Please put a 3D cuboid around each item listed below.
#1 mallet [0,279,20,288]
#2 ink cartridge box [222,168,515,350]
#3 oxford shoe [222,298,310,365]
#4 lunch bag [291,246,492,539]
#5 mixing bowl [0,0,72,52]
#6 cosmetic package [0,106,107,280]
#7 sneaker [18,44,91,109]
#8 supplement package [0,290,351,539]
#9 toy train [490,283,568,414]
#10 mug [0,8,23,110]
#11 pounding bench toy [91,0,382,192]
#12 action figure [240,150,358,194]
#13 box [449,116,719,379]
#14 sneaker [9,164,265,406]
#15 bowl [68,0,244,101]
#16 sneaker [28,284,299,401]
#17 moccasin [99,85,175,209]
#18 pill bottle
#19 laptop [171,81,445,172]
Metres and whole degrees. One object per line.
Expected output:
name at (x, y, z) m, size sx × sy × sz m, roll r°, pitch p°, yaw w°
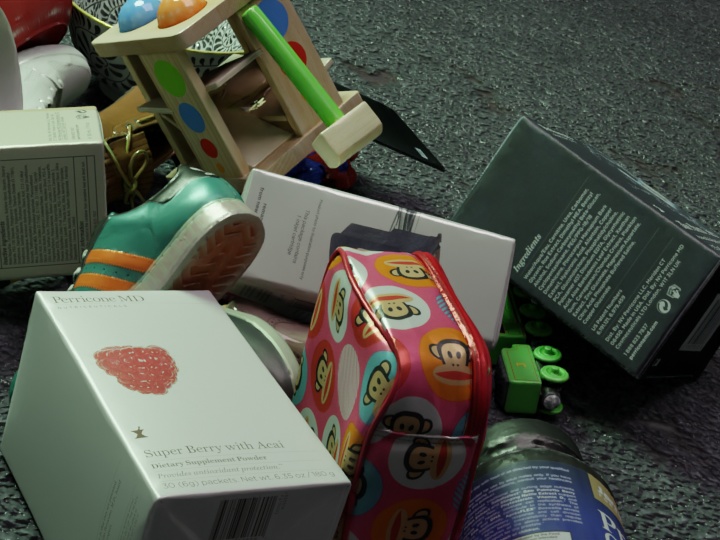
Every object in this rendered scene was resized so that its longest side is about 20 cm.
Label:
mallet at (-0.243, 0.007, 1.156) m, size 0.066 × 0.041 × 0.200 m, roll 30°, pitch 32°, yaw 18°
ink cartridge box at (0.000, 0.000, 1.200) m, size 0.199 × 0.085 × 0.145 m, roll 15°, pitch -9°, yaw -7°
oxford shoe at (-0.006, 0.059, 1.139) m, size 0.200 × 0.073 × 0.071 m, roll 26°, pitch 21°, yaw -2°
lunch bag at (0.004, 0.091, 0.964) m, size 0.082 × 0.200 × 0.176 m, roll 3°, pitch 30°, yaw -20°
mixing bowl at (-0.327, -0.227, 1.414) m, size 0.108 × 0.200 × 0.200 m, roll 51°, pitch 30°, yaw 1°
cosmetic package at (-0.275, -0.050, 1.108) m, size 0.199 × 0.104 × 0.073 m, roll -3°, pitch 27°, yaw -11°
sneaker at (-0.274, -0.122, 1.351) m, size 0.115 × 0.074 × 0.200 m, roll 32°, pitch 39°, yaw 23°
supplement package at (-0.114, 0.111, 0.932) m, size 0.121 × 0.120 × 0.200 m, roll 0°, pitch 31°, yaw -33°
toy train at (0.124, 0.053, 1.302) m, size 0.056 × 0.042 × 0.200 m, roll 3°, pitch 27°, yaw -7°
mug at (-0.354, -0.137, 1.220) m, size 0.175 × 0.148 × 0.200 m, roll -2°, pitch 29°, yaw 3°
pounding bench toy at (-0.083, -0.158, 1.235) m, size 0.200 × 0.156 × 0.124 m, roll 5°, pitch 40°, yaw 50°
action figure at (-0.051, -0.087, 1.454) m, size 0.065 × 0.052 × 0.200 m, roll 22°, pitch 23°, yaw 19°
box at (0.205, -0.015, 1.317) m, size 0.200 × 0.118 × 0.197 m, roll 38°, pitch 12°, yaw 21°
sneaker at (-0.154, 0.016, 1.039) m, size 0.080 × 0.200 × 0.071 m, roll 46°, pitch -2°, yaw 38°
bowl at (-0.195, -0.208, 1.537) m, size 0.200 × 0.094 × 0.201 m, roll 15°, pitch 27°, yaw -8°
sneaker at (-0.133, 0.062, 1.087) m, size 0.106 × 0.075 × 0.200 m, roll -15°, pitch 33°, yaw -42°
moccasin at (-0.196, -0.086, 1.320) m, size 0.078 × 0.074 × 0.201 m, roll 22°, pitch 27°, yaw 10°
pill bottle at (0.106, 0.177, 0.960) m, size 0.112 × 0.112 × 0.200 m, roll 14°, pitch 27°, yaw -10°
laptop at (-0.056, -0.109, 1.421) m, size 0.200 × 0.103 × 0.177 m, roll -30°, pitch 27°, yaw -2°
